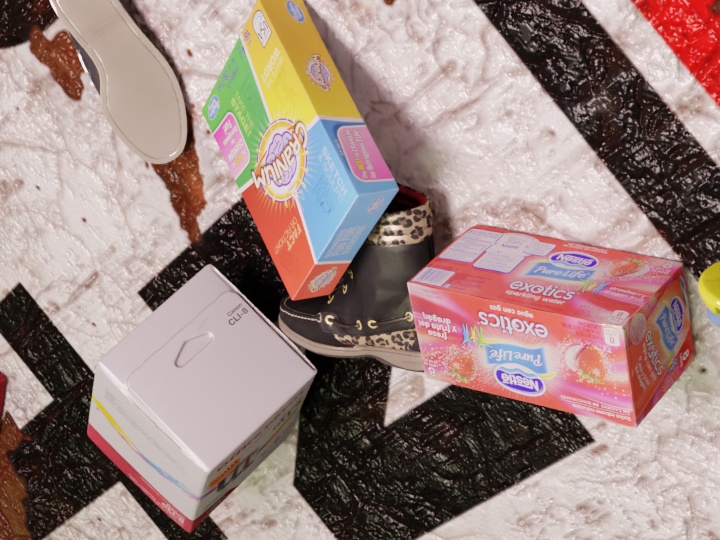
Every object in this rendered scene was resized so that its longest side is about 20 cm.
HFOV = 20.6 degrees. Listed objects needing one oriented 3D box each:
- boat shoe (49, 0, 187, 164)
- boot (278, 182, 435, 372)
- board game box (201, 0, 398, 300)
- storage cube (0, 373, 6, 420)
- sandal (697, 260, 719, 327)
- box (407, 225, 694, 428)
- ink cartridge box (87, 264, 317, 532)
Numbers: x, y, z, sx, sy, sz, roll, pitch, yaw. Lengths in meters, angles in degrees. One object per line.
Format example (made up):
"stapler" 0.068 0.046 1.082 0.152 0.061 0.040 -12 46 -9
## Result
"boat shoe" -0.213 -0.189 1.765 0.200 0.073 0.063 61 -178 -21
"boot" 0.000 0.000 1.689 0.200 0.073 0.151 14 124 44
"board game box" -0.053 -0.100 1.624 0.200 0.040 0.153 63 145 24
"storage cube" -0.519 0.170 2.205 0.171 0.180 0.200 35 137 17
"sandal" 0.336 0.060 1.434 0.200 0.079 0.087 28 139 36
"box" 0.150 0.040 1.561 0.200 0.103 0.095 11 127 35
"ink cartridge box" -0.149 0.120 1.818 0.145 0.145 0.200 43 157 9
